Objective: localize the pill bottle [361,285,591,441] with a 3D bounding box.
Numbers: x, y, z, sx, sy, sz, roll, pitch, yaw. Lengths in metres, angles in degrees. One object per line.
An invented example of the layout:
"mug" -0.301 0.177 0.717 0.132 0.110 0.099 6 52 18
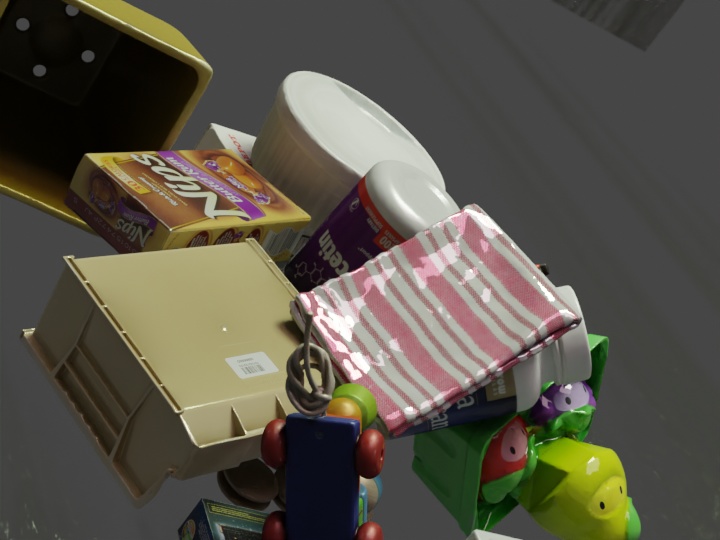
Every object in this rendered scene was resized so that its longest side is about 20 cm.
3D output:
"pill bottle" 0.089 0.073 1.175 0.199 0.111 0.111 -13 33 0

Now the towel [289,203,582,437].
"towel" 0.061 0.033 1.111 0.200 0.030 0.146 -29 60 -22

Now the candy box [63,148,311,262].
"candy box" -0.149 -0.054 1.232 0.117 0.057 0.200 40 26 23

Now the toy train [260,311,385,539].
"toy train" -0.016 0.109 0.995 0.084 0.201 0.116 4 16 13

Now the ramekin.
"ramekin" -0.019 -0.102 1.402 0.202 0.094 0.203 31 26 -17

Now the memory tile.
"memory tile" -0.071 0.131 1.177 0.153 0.017 0.200 18 33 -33

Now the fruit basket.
"fruit basket" 0.172 0.166 1.263 0.215 0.156 0.216 2 39 -1

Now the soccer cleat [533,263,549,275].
"soccer cleat" 0.119 0.020 1.296 0.200 0.085 0.069 10 60 -64

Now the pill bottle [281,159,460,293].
"pill bottle" 0.000 0.000 1.288 0.112 0.200 0.113 32 28 -19

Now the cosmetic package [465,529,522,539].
"cosmetic package" 0.147 0.282 1.111 0.200 0.102 0.071 19 29 -35

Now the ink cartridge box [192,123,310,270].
"ink cartridge box" -0.079 -0.062 1.470 0.200 0.084 0.146 14 32 -45

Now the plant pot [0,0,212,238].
"plant pot" -0.278 -0.184 1.300 0.195 0.194 0.200 25 20 -26

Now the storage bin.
"storage bin" -0.123 0.076 1.091 0.200 0.094 0.199 -6 47 -47

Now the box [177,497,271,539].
"box" -0.027 0.246 1.010 0.200 0.038 0.137 20 27 -33
